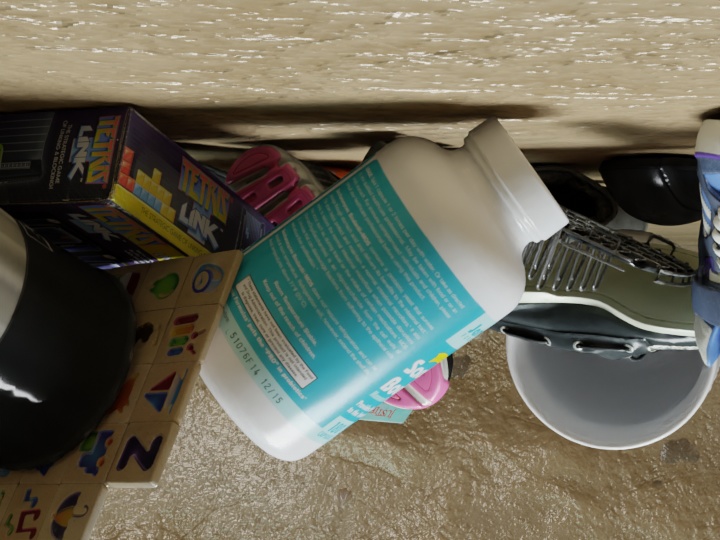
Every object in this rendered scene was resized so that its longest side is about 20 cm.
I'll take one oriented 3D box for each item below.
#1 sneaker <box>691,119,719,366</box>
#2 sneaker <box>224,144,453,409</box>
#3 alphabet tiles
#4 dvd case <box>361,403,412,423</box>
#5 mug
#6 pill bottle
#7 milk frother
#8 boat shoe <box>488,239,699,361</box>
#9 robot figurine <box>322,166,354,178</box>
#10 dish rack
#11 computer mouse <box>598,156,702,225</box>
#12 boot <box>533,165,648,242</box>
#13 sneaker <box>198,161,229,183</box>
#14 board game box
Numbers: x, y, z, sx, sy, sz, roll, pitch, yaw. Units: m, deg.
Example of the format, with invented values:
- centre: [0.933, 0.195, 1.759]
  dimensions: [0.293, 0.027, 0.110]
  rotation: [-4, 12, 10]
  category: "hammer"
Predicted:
- centre: [0.226, -0.007, 0.806]
  dimensions: [0.080, 0.147, 0.200]
  rotation: [0, 180, 11]
  category: "sneaker"
- centre: [0.000, 0.000, 0.921]
  dimensions: [0.074, 0.200, 0.087]
  rotation: [-48, 160, 22]
  category: "sneaker"
- centre: [-0.152, 0.082, 0.749]
  dimensions: [0.167, 0.200, 0.008]
  rotation: [-7, 143, 38]
  category: "alphabet tiles"
- centre: [-0.065, 0.040, 1.073]
  dimensions: [0.146, 0.022, 0.200]
  rotation: [12, -152, -51]
  category: "dvd case"
- centre: [0.216, 0.028, 1.063]
  dimensions: [0.200, 0.148, 0.175]
  rotation: [-34, 175, 17]
  category: "mug"
- centre: [0.010, 0.004, 0.770]
  dimensions: [0.200, 0.111, 0.111]
  rotation: [-36, 173, 8]
  category: "pill bottle"
- centre: [-0.246, 0.048, 0.702]
  dimensions: [0.180, 0.201, 0.188]
  rotation: [-2, 152, 37]
  category: "milk frother"
- centre: [0.165, 0.028, 0.955]
  dimensions: [0.199, 0.075, 0.066]
  rotation: [4, 135, 15]
  category: "boat shoe"
- centre: [-0.003, -0.021, 1.112]
  dimensions: [0.144, 0.117, 0.200]
  rotation: [41, -160, 28]
  category: "robot figurine"
- centre: [0.101, -0.024, 0.883]
  dimensions: [0.200, 0.055, 0.153]
  rotation: [26, -168, 24]
  category: "dish rack"
- centre: [0.268, -0.054, 1.051]
  dimensions: [0.140, 0.046, 0.200]
  rotation: [1, 180, 35]
  category: "computer mouse"
- centre: [0.171, -0.050, 1.164]
  dimensions: [0.181, 0.073, 0.200]
  rotation: [-2, 173, -8]
  category: "boot"
- centre: [-0.098, -0.012, 0.964]
  dimensions: [0.199, 0.105, 0.060]
  rotation: [16, 172, -34]
  category: "sneaker"
- centre: [-0.152, -0.025, 0.832]
  dimensions: [0.165, 0.057, 0.200]
  rotation: [-1, 159, 24]
  category: "board game box"
